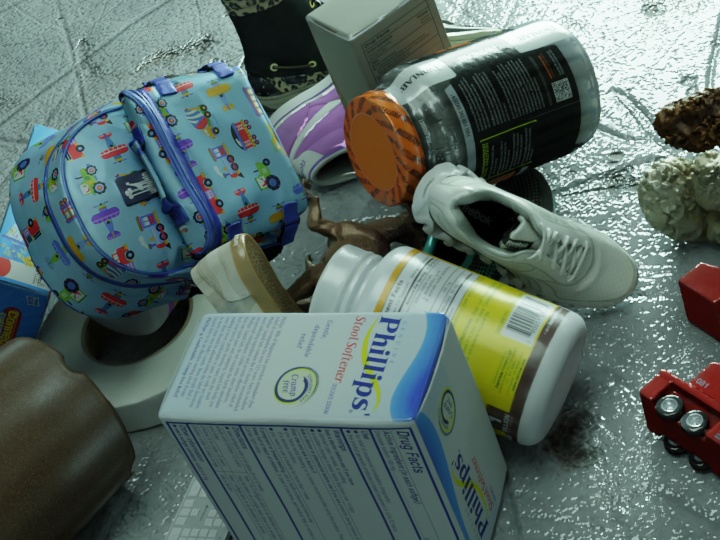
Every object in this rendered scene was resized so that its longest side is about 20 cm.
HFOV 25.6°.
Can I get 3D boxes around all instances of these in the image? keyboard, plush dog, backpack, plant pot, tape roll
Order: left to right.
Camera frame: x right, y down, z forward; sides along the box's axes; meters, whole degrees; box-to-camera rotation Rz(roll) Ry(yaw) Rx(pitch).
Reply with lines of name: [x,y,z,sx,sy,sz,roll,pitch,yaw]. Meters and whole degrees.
plant pot: [-0.296,0.169,1.248,0.200,0.200,0.198,20,48,37]
tape roll: [-0.194,0.056,1.423,0.203,0.037,0.203,-13,43,12]
backpack: [-0.171,-0.062,1.279,0.200,0.183,0.135,-19,-9,-35]
keyboard: [-0.108,0.160,1.297,0.056,0.011,0.200,2,47,25]
plush dog: [0.327,-0.097,1.253,0.200,0.172,0.161,-27,42,-6]

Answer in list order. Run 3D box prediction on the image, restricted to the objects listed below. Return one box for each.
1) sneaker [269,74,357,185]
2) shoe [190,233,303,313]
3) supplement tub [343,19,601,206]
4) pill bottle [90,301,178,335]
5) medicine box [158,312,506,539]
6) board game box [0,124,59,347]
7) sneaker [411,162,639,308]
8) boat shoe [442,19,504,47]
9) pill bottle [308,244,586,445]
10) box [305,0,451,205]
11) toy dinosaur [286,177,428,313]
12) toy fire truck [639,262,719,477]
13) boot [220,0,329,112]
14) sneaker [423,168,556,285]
sneaker: [0.015,-0.156,1.535,0.200,0.073,0.114,-42,48,-6]
shoe: [-0.063,0.061,1.250,0.053,0.200,0.070,-28,22,9]
supplement tub: [0.094,-0.131,1.345,0.200,0.123,0.123,-22,38,-26]
pill bottle: [-0.177,-0.045,1.416,0.104,0.104,0.200,7,49,29]
medicine box: [-0.015,0.127,1.161,0.200,0.182,0.103,-1,46,22]
board game box: [-0.301,0.010,1.402,0.056,0.200,0.196,17,44,-11]
sneaker: [0.138,-0.020,1.261,0.075,0.200,0.081,-67,16,0]
boat shoe: [0.097,-0.210,1.506,0.200,0.072,0.068,4,35,-13]
pill bottle: [0.065,0.051,1.223,0.200,0.109,0.109,22,56,16]
box: [0.037,-0.161,1.422,0.095,0.200,0.078,-35,38,-16]
toy dinosaur: [0.000,0.000,1.368,0.135,0.086,0.200,9,56,22]
toy fire truck: [0.286,0.086,1.173,0.141,0.049,0.200,-38,44,-18]
boot: [-0.038,-0.263,1.600,0.203,0.154,0.073,-27,42,-5]
sneaker: [0.103,-0.028,1.340,0.078,0.091,0.200,12,52,31]
